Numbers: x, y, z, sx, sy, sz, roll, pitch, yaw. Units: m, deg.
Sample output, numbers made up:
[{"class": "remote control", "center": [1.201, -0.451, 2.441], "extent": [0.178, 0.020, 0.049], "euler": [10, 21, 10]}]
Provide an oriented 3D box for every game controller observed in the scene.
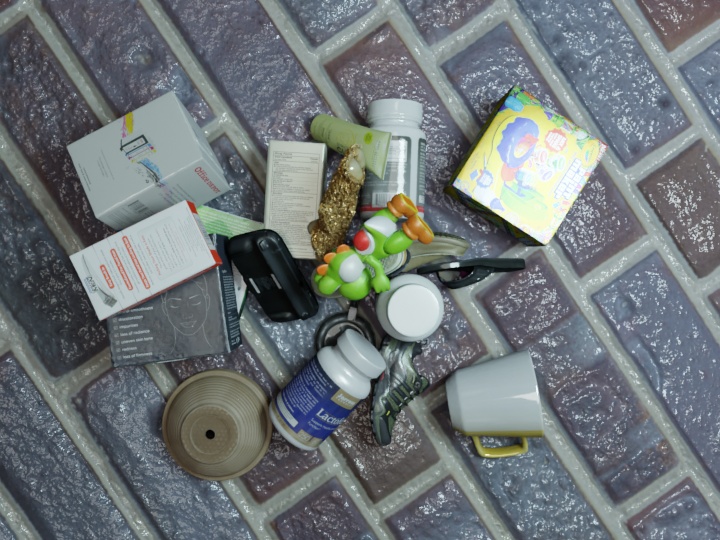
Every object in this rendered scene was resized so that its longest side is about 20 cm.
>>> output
[{"class": "game controller", "center": [-0.150, 0.014, 1.219], "extent": [0.104, 0.042, 0.200], "euler": [-5, 130, 27]}]

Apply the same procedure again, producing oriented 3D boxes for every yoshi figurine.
[{"class": "yoshi figurine", "center": [0.020, -0.023, 1.128], "extent": [0.200, 0.112, 0.112], "euler": [-37, 99, 12]}]

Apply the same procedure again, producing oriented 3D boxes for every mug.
[{"class": "mug", "center": [0.232, 0.241, 1.232], "extent": [0.152, 0.149, 0.188], "euler": [-9, 84, 7]}]

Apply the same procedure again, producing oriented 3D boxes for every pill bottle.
[{"class": "pill bottle", "center": [-0.055, 0.203, 1.220], "extent": [0.116, 0.116, 0.200], "euler": [42, 102, -1]}, {"class": "pill bottle", "center": [0.057, -0.188, 1.235], "extent": [0.113, 0.114, 0.201], "euler": [2, 90, -1]}, {"class": "pill bottle", "center": [0.081, 0.060, 1.194], "extent": [0.112, 0.200, 0.113], "euler": [0, 91, -2]}]

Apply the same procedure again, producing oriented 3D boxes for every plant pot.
[{"class": "plant pot", "center": [-0.257, 0.279, 1.247], "extent": [0.200, 0.093, 0.202], "euler": [0, 91, 0]}]

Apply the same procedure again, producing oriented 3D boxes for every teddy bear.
[{"class": "teddy bear", "center": [-0.040, -0.111, 1.148], "extent": [0.066, 0.200, 0.145], "euler": [16, 48, -6]}]

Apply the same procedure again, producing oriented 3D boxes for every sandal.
[{"class": "sandal", "center": [0.198, 0.006, 1.242], "extent": [0.199, 0.075, 0.048], "euler": [-2, 82, -13]}]

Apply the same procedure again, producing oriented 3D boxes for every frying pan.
[{"class": "frying pan", "center": [-0.006, 0.101, 1.282], "extent": [0.115, 0.031, 0.190], "euler": [35, 93, -2]}]

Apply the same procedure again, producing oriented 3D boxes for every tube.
[{"class": "tube", "center": [-0.014, -0.220, 1.200], "extent": [0.052, 0.200, 0.058], "euler": [-42, 133, -13]}]

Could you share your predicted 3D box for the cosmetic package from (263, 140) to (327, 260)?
[{"class": "cosmetic package", "center": [-0.113, -0.121, 1.246], "extent": [0.103, 0.087, 0.201], "euler": [5, 92, 1]}]

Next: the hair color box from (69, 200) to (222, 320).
[{"class": "hair color box", "center": [-0.332, -0.016, 1.104], "extent": [0.199, 0.064, 0.111], "euler": [-26, 91, -1]}]

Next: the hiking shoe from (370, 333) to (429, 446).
[{"class": "hiking shoe", "center": [0.072, 0.216, 1.259], "extent": [0.100, 0.076, 0.201], "euler": [7, 90, 2]}]

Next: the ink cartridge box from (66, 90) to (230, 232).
[{"class": "ink cartridge box", "center": [-0.352, -0.173, 1.199], "extent": [0.199, 0.147, 0.145], "euler": [-28, 74, 0]}]

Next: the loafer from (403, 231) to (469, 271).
[{"class": "loafer", "center": [0.094, -0.032, 1.261], "extent": [0.199, 0.076, 0.068], "euler": [1, 99, 12]}]

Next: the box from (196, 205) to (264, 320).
[{"class": "box", "center": [-0.264, -0.008, 1.273], "extent": [0.144, 0.036, 0.201], "euler": [17, 92, -1]}]

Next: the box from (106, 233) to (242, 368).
[{"class": "box", "center": [-0.317, 0.048, 1.193], "extent": [0.199, 0.124, 0.198], "euler": [-7, 91, 0]}]

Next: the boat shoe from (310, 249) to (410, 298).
[{"class": "boat shoe", "center": [0.000, 0.000, 1.218], "extent": [0.199, 0.062, 0.075], "euler": [-22, 76, 31]}]

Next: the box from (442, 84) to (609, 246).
[{"class": "box", "center": [0.282, -0.176, 1.235], "extent": [0.192, 0.122, 0.201], "euler": [32, 90, -2]}]
